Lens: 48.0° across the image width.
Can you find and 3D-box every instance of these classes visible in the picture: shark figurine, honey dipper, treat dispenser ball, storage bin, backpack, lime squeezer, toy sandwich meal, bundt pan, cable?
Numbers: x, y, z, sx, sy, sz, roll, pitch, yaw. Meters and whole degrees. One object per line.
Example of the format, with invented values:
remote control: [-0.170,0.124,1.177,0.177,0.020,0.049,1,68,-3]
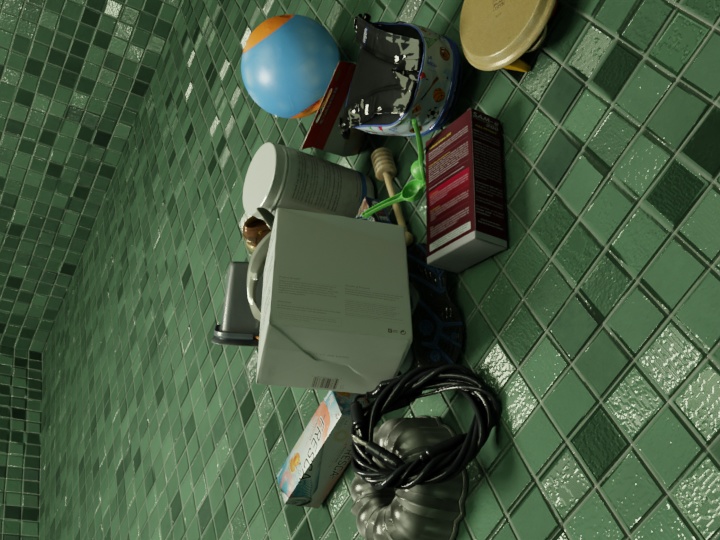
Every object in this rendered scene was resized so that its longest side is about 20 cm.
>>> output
shark figurine: [-0.130,-0.022,1.270,0.089,0.128,0.215,-14,36,50]
honey dipper: [0.055,-0.120,1.317,0.038,0.038,0.201,-50,41,36]
treat dispenser ball: [-0.138,-0.405,1.610,0.201,0.200,0.203,-33,49,49]
storage bin: [-0.148,0.057,1.363,0.146,0.198,0.136,-159,72,-82]
backpack: [0.070,-0.291,1.254,0.190,0.153,0.202,28,112,62]
lime squeezer: [0.072,-0.145,1.222,0.038,0.070,0.201,-70,7,-45]
toy sandwich meal: [0.215,-0.366,1.133,0.205,0.070,0.207,-25,58,49]
bundt pan: [0.052,0.291,1.086,0.202,0.075,0.204,-32,51,50]
cable: [0.077,0.196,1.020,0.198,0.051,0.164,-13,41,16]

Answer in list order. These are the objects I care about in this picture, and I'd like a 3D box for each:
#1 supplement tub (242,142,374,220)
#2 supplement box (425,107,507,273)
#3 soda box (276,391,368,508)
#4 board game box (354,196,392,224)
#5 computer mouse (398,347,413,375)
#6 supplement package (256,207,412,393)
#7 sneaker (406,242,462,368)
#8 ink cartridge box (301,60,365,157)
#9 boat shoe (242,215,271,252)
supplement tub: [-0.088,-0.131,1.396,0.132,0.199,0.133,-33,48,48]
supplement box: [0.145,-0.110,1.130,0.109,0.060,0.202,-30,52,52]
soda box: [-0.056,0.282,1.277,0.201,0.068,0.064,-60,33,22]
board game box: [0.000,0.000,1.328,0.201,0.034,0.136,-63,31,32]
computer mouse: [0.034,0.132,1.227,0.200,0.044,0.111,-12,61,63]
supplement package: [-0.040,0.045,1.125,0.148,0.189,0.201,109,165,-48]
sneaker: [0.096,0.064,1.140,0.077,0.075,0.202,110,160,-60]
ink cartridge box: [-0.020,-0.275,1.388,0.163,0.050,0.200,-64,-8,18]
boat shoe: [-0.134,-0.111,1.507,0.200,0.068,0.072,-37,54,-16]
